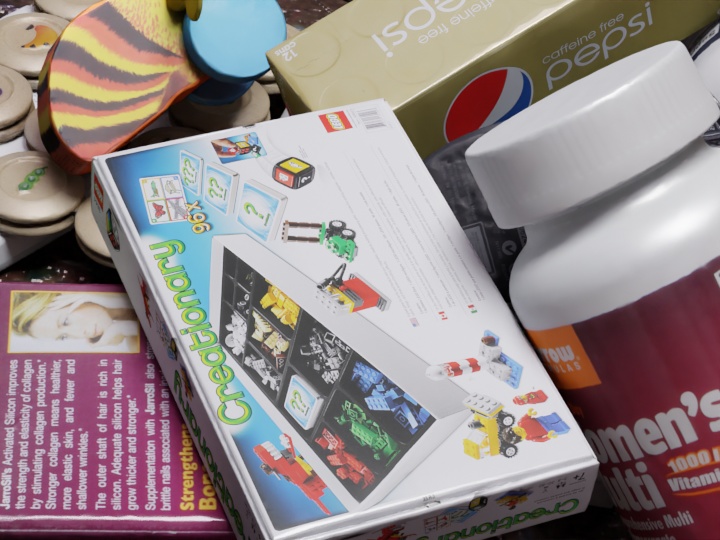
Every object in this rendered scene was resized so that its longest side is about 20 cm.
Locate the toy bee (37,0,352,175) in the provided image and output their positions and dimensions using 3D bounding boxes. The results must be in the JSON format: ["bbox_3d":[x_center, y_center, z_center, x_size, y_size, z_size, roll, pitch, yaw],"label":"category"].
[{"bbox_3d":[-0.075,-0.131,1.061,0.200,0.131,0.109,-29,90,-39],"label":"toy bee"}]

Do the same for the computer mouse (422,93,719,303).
[{"bbox_3d":[0.125,-0.011,0.936,0.200,0.046,0.141,-22,82,4],"label":"computer mouse"}]

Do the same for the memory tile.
[{"bbox_3d":[-0.123,-0.080,1.097,0.153,0.017,0.200,19,43,13],"label":"memory tile"}]

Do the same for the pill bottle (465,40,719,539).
[{"bbox_3d":[0.123,0.024,0.853,0.109,0.200,0.110,-28,8,4],"label":"pill bottle"}]

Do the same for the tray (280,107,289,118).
[{"bbox_3d":[0.045,-0.131,1.146,0.107,0.022,0.200,-19,13,41],"label":"tray"}]

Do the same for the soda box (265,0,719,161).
[{"bbox_3d":[0.063,-0.105,0.995,0.200,0.064,0.068,-31,53,-9],"label":"soda box"}]

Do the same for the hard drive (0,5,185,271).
[{"bbox_3d":[-0.190,-0.053,1.089,0.132,0.027,0.200,34,47,27],"label":"hard drive"}]

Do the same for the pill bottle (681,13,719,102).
[{"bbox_3d":[0.198,-0.079,1.043,0.111,0.111,0.200,11,34,5],"label":"pill bottle"}]

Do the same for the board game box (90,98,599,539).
[{"bbox_3d":[-0.011,0.021,0.856,0.126,0.035,0.200,-13,49,-19],"label":"board game box"}]

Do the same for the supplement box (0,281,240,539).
[{"bbox_3d":[-0.062,0.084,0.889,0.199,0.103,0.131,2,43,-6],"label":"supplement box"}]

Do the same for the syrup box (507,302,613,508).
[{"bbox_3d":[0.089,0.003,1.019,0.079,0.082,0.200,10,42,3],"label":"syrup box"}]
